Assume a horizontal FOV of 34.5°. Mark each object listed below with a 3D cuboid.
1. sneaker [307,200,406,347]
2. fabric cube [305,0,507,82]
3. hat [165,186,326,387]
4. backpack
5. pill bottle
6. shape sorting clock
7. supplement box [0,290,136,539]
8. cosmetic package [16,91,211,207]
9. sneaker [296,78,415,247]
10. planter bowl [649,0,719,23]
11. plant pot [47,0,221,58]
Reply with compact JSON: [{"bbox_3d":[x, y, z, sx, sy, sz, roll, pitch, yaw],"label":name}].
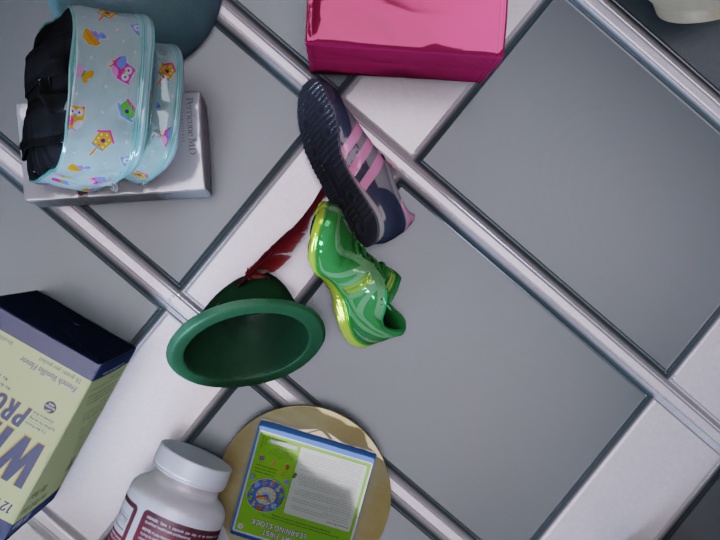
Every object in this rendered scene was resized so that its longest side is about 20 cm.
[{"bbox_3d":[0.000,0.000,1.247,0.083,0.074,0.201,-6,134,20],"label":"sneaker"},{"bbox_3d":[0.047,-0.312,1.215,0.197,0.200,0.198,4,92,-1],"label":"fabric cube"},{"bbox_3d":[-0.128,0.013,1.296,0.198,0.166,0.177,-2,54,-18],"label":"hat"},{"bbox_3d":[-0.254,-0.167,1.136,0.152,0.200,0.178,7,85,-18],"label":"backpack"},{"bbox_3d":[-0.216,0.294,1.264,0.112,0.113,0.202,23,90,-2],"label":"pill bottle"},{"bbox_3d":[-0.064,0.250,1.304,0.198,0.039,0.202,0,92,2],"label":"shape sorting clock"},{"bbox_3d":[-0.356,0.143,1.213,0.133,0.200,0.201,29,91,-1],"label":"supplement box"},{"bbox_3d":[-0.266,-0.132,1.273,0.198,0.081,0.114,-6,89,-1],"label":"cosmetic package"},{"bbox_3d":[-0.005,-0.123,1.298,0.082,0.070,0.202,-15,80,-42],"label":"sneaker"},{"bbox_3d":[0.369,-0.352,1.252,0.198,0.201,0.136,-18,119,-2],"label":"planter bowl"},{"bbox_3d":[-0.252,-0.324,1.244,0.198,0.135,0.202,0,90,-2],"label":"plant pot"}]
